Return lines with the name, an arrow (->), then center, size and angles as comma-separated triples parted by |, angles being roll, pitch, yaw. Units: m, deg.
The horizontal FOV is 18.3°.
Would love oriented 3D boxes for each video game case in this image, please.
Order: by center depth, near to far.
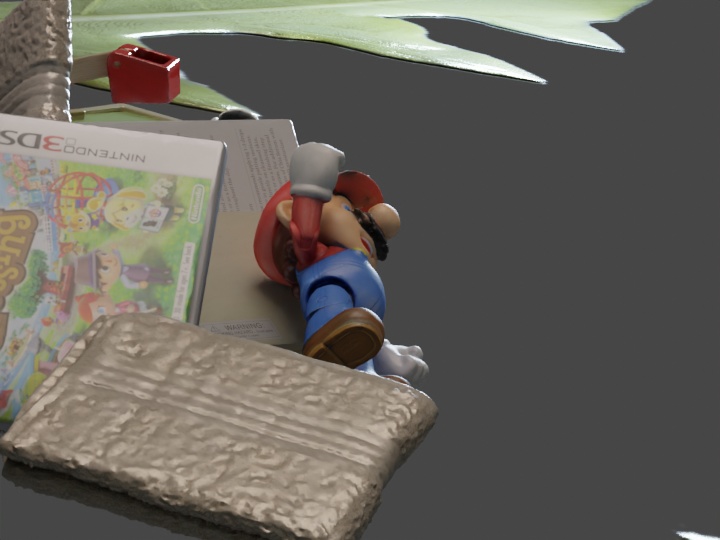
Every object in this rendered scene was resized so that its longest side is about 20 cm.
video game case -> -0.179, 0.002, 1.260 | 0.182, 0.022, 0.200 | 7, 60, 0

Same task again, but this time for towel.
towel -> -0.075, 0.086, 1.151 | 0.200, 0.034, 0.133 | 15, 40, 19
towel -> -0.241, -0.088, 1.438 | 0.034, 0.133, 0.200 | 11, -26, -32

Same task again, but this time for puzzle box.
puzzle box -> -0.108, 0.014, 1.396 | 0.200, 0.025, 0.133 | -2, 41, -32

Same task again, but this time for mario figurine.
mario figurine -> 0.000, 0.000, 1.347 | 0.106, 0.124, 0.200 | 8, 34, -17

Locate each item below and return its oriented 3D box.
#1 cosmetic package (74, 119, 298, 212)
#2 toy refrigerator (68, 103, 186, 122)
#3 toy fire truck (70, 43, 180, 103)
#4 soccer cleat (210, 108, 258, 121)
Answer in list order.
cosmetic package -> -0.133, -0.042, 1.506 | 0.200, 0.101, 0.071 | -3, -22, -34
toy refrigerator -> -0.225, -0.085, 1.714 | 0.076, 0.070, 0.200 | 18, 19, 34
toy fire truck -> -0.230, -0.091, 1.575 | 0.200, 0.141, 0.049 | 4, 15, 4
soccer cleat -> -0.100, -0.090, 1.757 | 0.069, 0.085, 0.200 | 5, 16, -6
